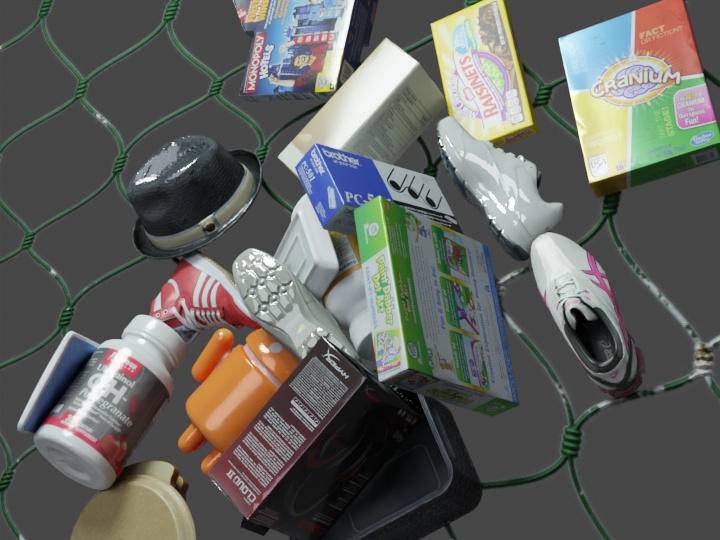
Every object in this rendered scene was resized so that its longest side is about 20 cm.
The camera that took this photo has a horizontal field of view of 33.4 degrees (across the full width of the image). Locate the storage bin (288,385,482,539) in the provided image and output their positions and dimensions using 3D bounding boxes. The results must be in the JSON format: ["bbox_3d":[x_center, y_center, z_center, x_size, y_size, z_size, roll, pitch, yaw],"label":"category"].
[{"bbox_3d":[0.015,0.229,1.308,0.199,0.094,0.136,-31,58,13],"label":"storage bin"}]

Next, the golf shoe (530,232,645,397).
[{"bbox_3d":[0.237,0.034,1.272,0.072,0.092,0.201,-33,60,10],"label":"golf shoe"}]

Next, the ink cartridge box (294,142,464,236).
[{"bbox_3d":[0.024,-0.079,1.370,0.044,0.199,0.095,-46,53,30],"label":"ink cartridge box"}]

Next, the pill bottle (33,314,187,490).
[{"bbox_3d":[-0.297,0.156,1.462,0.110,0.111,0.201,11,54,30],"label":"pill bottle"}]

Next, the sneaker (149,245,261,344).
[{"bbox_3d":[-0.190,0.054,1.492,0.113,0.071,0.200,-52,40,-3],"label":"sneaker"}]

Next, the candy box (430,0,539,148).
[{"bbox_3d":[0.150,-0.239,1.479,0.101,0.026,0.202,-21,60,22],"label":"candy box"}]

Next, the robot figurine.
[{"bbox_3d":[-0.125,0.148,1.400,0.200,0.117,0.144,-46,47,1],"label":"robot figurine"}]

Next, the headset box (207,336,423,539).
[{"bbox_3d":[-0.049,0.185,1.216,0.200,0.149,0.075,-49,56,-1],"label":"headset box"}]

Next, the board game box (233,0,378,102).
[{"bbox_3d":[-0.087,-0.313,1.613,0.198,0.062,0.202,2,70,29],"label":"board game box"}]

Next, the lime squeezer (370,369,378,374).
[{"bbox_3d":[0.003,0.135,1.371,0.198,0.071,0.038,-23,69,-11],"label":"lime squeezer"}]

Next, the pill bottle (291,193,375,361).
[{"bbox_3d":[0.000,0.000,1.402,0.111,0.111,0.201,-31,58,12],"label":"pill bottle"}]

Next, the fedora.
[{"bbox_3d":[-0.228,-0.110,1.551,0.199,0.092,0.202,-20,40,18],"label":"fedora"}]

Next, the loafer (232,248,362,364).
[{"bbox_3d":[-0.071,0.058,1.352,0.070,0.070,0.200,-40,73,-1],"label":"loafer"}]

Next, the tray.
[{"bbox_3d":[-0.076,-0.001,1.408,0.022,0.200,0.108,-9,65,-24],"label":"tray"}]

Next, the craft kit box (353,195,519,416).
[{"bbox_3d":[0.083,0.042,1.289,0.048,0.197,0.202,-26,58,31],"label":"craft kit box"}]

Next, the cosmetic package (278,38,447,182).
[{"bbox_3d":[0.005,-0.174,1.480,0.200,0.105,0.071,-47,56,0],"label":"cosmetic package"}]

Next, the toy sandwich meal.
[{"bbox_3d":[-0.265,0.333,1.428,0.203,0.070,0.207,-9,68,24],"label":"toy sandwich meal"}]

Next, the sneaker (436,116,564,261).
[{"bbox_3d":[0.159,-0.105,1.394,0.087,0.075,0.201,-35,70,-2],"label":"sneaker"}]

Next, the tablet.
[{"bbox_3d":[-0.359,0.147,1.482,0.014,0.200,0.131,25,81,9],"label":"tablet"}]

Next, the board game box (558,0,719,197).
[{"bbox_3d":[0.318,-0.199,1.365,0.152,0.040,0.202,-18,62,20],"label":"board game box"}]
